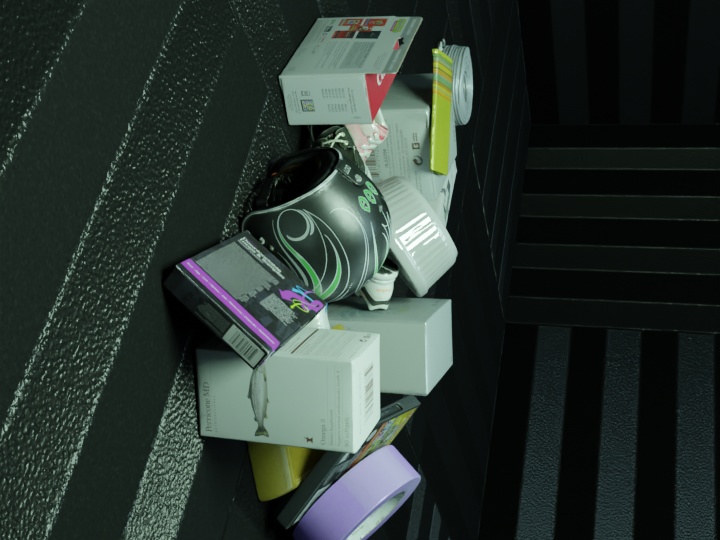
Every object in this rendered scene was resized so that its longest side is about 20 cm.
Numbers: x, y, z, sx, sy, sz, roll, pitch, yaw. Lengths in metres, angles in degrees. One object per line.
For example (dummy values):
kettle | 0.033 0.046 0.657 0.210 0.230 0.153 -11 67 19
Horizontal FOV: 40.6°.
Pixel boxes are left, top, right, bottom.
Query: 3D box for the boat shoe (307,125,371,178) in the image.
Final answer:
boat shoe | -0.041 -0.180 1.443 0.064 0.070 0.200 68 -3 -49

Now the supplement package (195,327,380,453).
supplement package | -0.085 0.139 1.187 0.117 0.199 0.117 -40 131 -68

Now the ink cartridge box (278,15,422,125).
ink cartridge box | -0.005 -0.300 1.448 0.200 0.175 0.084 -67 154 -49

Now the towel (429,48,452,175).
towel | 0.130 -0.261 1.615 0.086 0.018 0.201 5 87 -67

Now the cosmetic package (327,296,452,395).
cosmetic package | 0.036 0.117 1.595 0.199 0.199 0.124 -28 119 -72

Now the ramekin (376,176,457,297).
ramekin | 0.075 -0.063 1.582 0.203 0.094 0.202 55 -3 4

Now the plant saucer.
plant saucer | -0.069 0.207 1.366 0.200 0.048 0.201 -31 126 -36

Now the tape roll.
tape roll | -0.004 0.351 1.442 0.200 0.066 0.200 -38 160 -17

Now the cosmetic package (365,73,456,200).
cosmetic package | 0.067 -0.237 1.713 0.200 0.166 0.168 -62 149 -56

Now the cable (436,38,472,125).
cable | 0.237 -0.460 2.423 0.200 0.069 0.201 19 74 -73

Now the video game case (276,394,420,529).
video game case | -0.016 0.274 1.405 0.181 0.025 0.200 -12 141 -57

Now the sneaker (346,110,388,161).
sneaker | -0.009 -0.191 1.576 0.075 0.104 0.201 -26 118 -73

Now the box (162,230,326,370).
box | -0.131 0.029 1.156 0.036 0.143 0.200 -49 176 23

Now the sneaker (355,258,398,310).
sneaker | 0.000 0.000 1.593 0.200 0.073 0.080 -127 -140 -61

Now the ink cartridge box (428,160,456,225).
ink cartridge box | 0.096 -0.144 1.856 0.084 0.145 0.201 72 26 -52

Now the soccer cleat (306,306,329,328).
soccer cleat | -0.083 0.057 1.437 0.086 0.070 0.201 32 56 -60

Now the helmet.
helmet | -0.054 -0.051 1.324 0.191 0.199 0.200 61 31 -30
